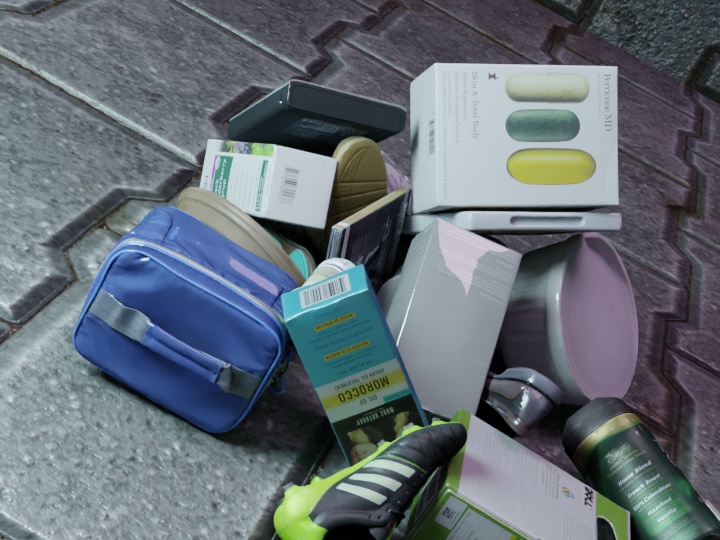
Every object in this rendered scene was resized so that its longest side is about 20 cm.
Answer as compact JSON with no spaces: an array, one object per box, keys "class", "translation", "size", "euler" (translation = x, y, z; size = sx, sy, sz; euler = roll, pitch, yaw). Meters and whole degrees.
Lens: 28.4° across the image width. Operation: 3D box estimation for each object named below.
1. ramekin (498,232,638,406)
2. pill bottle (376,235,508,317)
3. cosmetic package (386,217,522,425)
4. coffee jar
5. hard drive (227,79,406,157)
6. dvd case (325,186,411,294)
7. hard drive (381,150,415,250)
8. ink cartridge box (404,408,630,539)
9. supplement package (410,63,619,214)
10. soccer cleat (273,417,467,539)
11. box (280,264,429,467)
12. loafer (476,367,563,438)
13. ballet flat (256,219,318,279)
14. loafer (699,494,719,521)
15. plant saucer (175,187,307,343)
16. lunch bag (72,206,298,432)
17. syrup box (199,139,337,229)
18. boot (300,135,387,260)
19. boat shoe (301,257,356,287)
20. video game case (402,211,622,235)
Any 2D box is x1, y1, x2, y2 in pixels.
[{"class":"ramekin","translation":[0.235,0.061,1.629],"size":[0.094,0.204,0.202],"euler":[-8,2,36]},{"class":"pill bottle","translation":[0.100,0.030,1.622],"size":[0.116,0.117,0.200],"euler":[36,27,17]},{"class":"cosmetic package","translation":[0.083,0.061,1.458],"size":[0.106,0.201,0.090],"euler":[25,-19,-10]},{"class":"coffee jar","translation":[0.288,0.224,1.446],"size":[0.200,0.085,0.104],"euler":[55,3,36]},{"class":"hard drive","translation":[-0.053,-0.163,1.598],"size":[0.139,0.033,0.200],"euler":[11,-11,-23]},{"class":"dvd case","translation":[0.000,0.000,1.539],"size":[0.016,0.150,0.200],"euler":[18,21,17]},{"class":"hard drive","translation":[0.061,-0.071,1.776],"size":[0.200,0.038,0.140],"euler":[43,17,-26]},{"class":"ink cartridge box","translation":[0.152,0.238,1.333],"size":[0.199,0.076,0.148],"euler":[32,24,-4]},{"class":"supplement package","translation":[0.164,-0.140,1.554],"size":[0.198,0.153,0.151],"euler":[0,-1,-9]},{"class":"soccer cleat","translation":[0.019,0.196,1.239],"size":[0.199,0.068,0.081],"euler":[-24,64,-25]},{"class":"box","translation":[0.001,0.100,1.290],"size":[0.049,0.082,0.201],"euler":[-103,171,-61]},{"class":"loafer","translation":[0.141,0.142,1.441],"size":[0.072,0.063,0.200],"euler":[35,-16,-5]},{"class":"ballet flat","translation":[-0.072,0.003,1.544],"size":[0.068,0.068,0.200],"euler":[29,14,-34]},{"class":"loafer","translation":[0.326,0.245,1.514],"size":[0.200,0.063,0.072],"euler":[49,-2,42]},{"class":"plant saucer","translation":[-0.117,0.002,1.419],"size":[0.200,0.201,0.029],"euler":[38,68,19]},{"class":"lunch bag","translation":[-0.152,0.052,1.296],"size":[0.199,0.136,0.133],"euler":[29,26,-4]},{"class":"syrup box","translation":[-0.109,-0.098,1.595],"size":[0.081,0.079,0.200],"euler":[10,2,-29]},{"class":"boot","translation":[-0.028,-0.090,1.634],"size":[0.072,0.201,0.156],"euler":[-11,37,-16]},{"class":"boat shoe","translation":[-0.015,0.090,1.351],"size":[0.072,0.201,0.062],"euler":[-7,17,40]},{"class":"video game case","translation":[0.162,-0.051,1.576],"size":[0.180,0.023,0.200],"euler":[0,1,-20]}]
